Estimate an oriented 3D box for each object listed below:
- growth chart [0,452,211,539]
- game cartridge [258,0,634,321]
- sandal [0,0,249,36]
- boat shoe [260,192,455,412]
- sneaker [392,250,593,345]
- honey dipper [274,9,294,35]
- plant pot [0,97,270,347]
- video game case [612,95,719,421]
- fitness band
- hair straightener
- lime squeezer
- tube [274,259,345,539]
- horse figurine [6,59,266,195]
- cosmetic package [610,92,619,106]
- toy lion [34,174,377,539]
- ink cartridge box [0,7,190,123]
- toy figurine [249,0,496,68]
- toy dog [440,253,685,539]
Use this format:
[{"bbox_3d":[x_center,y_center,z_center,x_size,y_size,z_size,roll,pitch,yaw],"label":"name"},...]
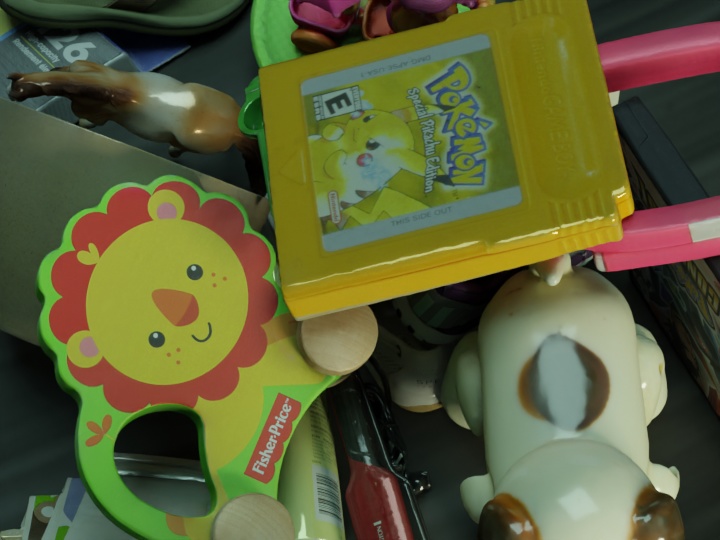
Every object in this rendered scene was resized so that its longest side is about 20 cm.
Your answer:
[{"bbox_3d":[-0.146,0.165,1.274,0.144,0.018,0.200,8,34,12],"label":"growth chart"},{"bbox_3d":[0.045,-0.071,1.235,0.199,0.032,0.177,-15,52,9],"label":"game cartridge"},{"bbox_3d":[-0.161,-0.209,1.545,0.200,0.057,0.080,-6,42,-31],"label":"sandal"},{"bbox_3d":[0.000,0.000,1.395,0.071,0.069,0.200,-32,58,-20],"label":"boat shoe"},{"bbox_3d":[0.111,-0.029,1.327,0.200,0.088,0.074,-40,87,-25],"label":"sneaker"},{"bbox_3d":[0.039,-0.172,1.550,0.199,0.038,0.038,0,52,-2],"label":"honey dipper"},{"bbox_3d":[-0.170,-0.016,1.363,0.200,0.200,0.135,20,90,17],"label":"plant pot"},{"bbox_3d":[0.208,0.022,1.297,0.025,0.181,0.200,-25,55,-5],"label":"video game case"},{"bbox_3d":[0.178,-0.073,1.235,0.199,0.037,0.144,-10,54,10],"label":"fitness band"},{"bbox_3d":[0.009,0.118,1.309,0.041,0.077,0.200,-29,65,15],"label":"hair straightener"},{"bbox_3d":[-0.057,-0.089,1.400,0.038,0.071,0.200,-5,15,6],"label":"lime squeezer"},{"bbox_3d":[-0.041,0.089,1.335,0.052,0.058,0.201,13,53,-26],"label":"tube"},{"bbox_3d":[-0.137,-0.102,1.430,0.199,0.133,0.050,17,84,-13],"label":"horse figurine"},{"bbox_3d":[0.065,-0.084,1.392,0.200,0.106,0.071,-15,35,-31],"label":"cosmetic package"},{"bbox_3d":[-0.102,0.054,1.239,0.191,0.069,0.201,24,75,-6],"label":"toy lion"},{"bbox_3d":[-0.260,-0.173,1.560,0.200,0.047,0.198,-38,60,-21],"label":"ink cartridge box"},{"bbox_3d":[0.023,-0.180,1.438,0.199,0.184,0.151,18,80,2],"label":"toy figurine"},{"bbox_3d":[0.126,0.105,1.239,0.139,0.194,0.200,4,44,-5],"label":"toy dog"}]
